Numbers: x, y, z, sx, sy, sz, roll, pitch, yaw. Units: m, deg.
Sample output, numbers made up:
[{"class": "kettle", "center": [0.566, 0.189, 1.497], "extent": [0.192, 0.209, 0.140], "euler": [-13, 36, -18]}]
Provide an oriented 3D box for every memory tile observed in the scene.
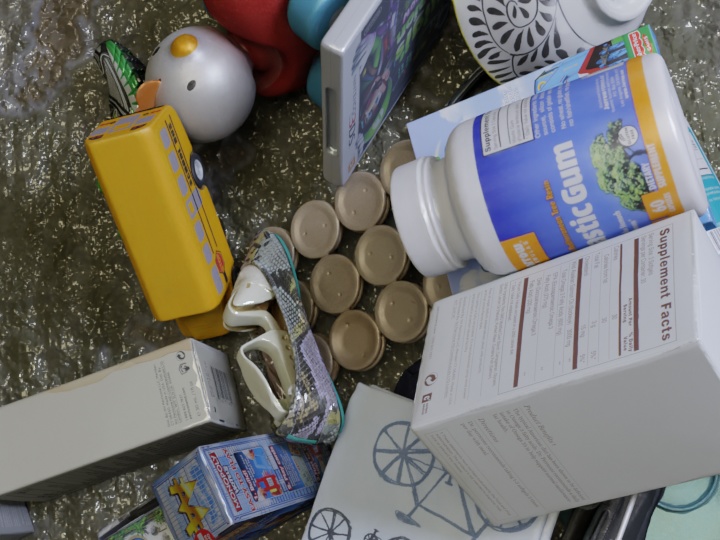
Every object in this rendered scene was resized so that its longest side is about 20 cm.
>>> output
[{"class": "memory tile", "center": [0.000, 0.000, 0.915], "extent": [0.198, 0.017, 0.155], "euler": [-29, 73, 24]}]

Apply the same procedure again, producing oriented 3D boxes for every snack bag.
[{"class": "snack bag", "center": [0.044, 0.204, 0.814], "extent": [0.186, 0.021, 0.203], "euler": [16, 78, 26]}]

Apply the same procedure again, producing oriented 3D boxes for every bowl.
[{"class": "bowl", "center": [0.172, -0.239, 0.856], "extent": [0.094, 0.199, 0.204], "euler": [12, 79, 52]}]

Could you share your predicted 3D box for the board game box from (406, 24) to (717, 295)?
[{"class": "board game box", "center": [0.145, -0.073, 0.820], "extent": [0.197, 0.036, 0.154], "euler": [-20, 77, 22]}]

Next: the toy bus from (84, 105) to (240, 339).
[{"class": "toy bus", "center": [-0.154, -0.031, 0.902], "extent": [0.064, 0.079, 0.203], "euler": [-11, 115, 13]}]

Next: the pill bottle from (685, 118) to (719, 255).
[{"class": "pill bottle", "center": [0.229, -0.051, 0.862], "extent": [0.109, 0.111, 0.203], "euler": [-25, 74, 6]}]

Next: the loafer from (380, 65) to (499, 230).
[{"class": "loafer", "center": [0.078, -0.100, 0.922], "extent": [0.068, 0.070, 0.202], "euler": [34, 87, 16]}]

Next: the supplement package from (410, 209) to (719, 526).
[{"class": "supplement package", "center": [0.149, 0.069, 0.715], "extent": [0.198, 0.117, 0.118], "euler": [-21, 35, 30]}]

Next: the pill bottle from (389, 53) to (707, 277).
[{"class": "pill bottle", "center": [0.125, -0.062, 0.747], "extent": [0.197, 0.112, 0.114], "euler": [-18, 75, 21]}]

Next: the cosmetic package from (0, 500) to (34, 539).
[{"class": "cosmetic package", "center": [-0.355, 0.183, 0.887], "extent": [0.089, 0.200, 0.108], "euler": [-25, 74, 5]}]

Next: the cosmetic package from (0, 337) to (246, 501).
[{"class": "cosmetic package", "center": [-0.207, 0.129, 0.919], "extent": [0.197, 0.104, 0.074], "euler": [-19, 75, 6]}]

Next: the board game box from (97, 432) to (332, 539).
[{"class": "board game box", "center": [-0.124, 0.188, 0.839], "extent": [0.198, 0.200, 0.062], "euler": [-30, 75, 3]}]

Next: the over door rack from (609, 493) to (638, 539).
[{"class": "over door rack", "center": [0.240, 0.169, 0.751], "extent": [0.066, 0.148, 0.201], "euler": [5, 53, 55]}]

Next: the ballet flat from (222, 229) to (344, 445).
[{"class": "ballet flat", "center": [-0.073, 0.049, 0.878], "extent": [0.071, 0.072, 0.203], "euler": [-26, 60, 5]}]

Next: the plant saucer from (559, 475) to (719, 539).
[{"class": "plant saucer", "center": [0.248, 0.156, 0.860], "extent": [0.196, 0.027, 0.204], "euler": [-2, 79, 10]}]

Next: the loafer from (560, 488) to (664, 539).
[{"class": "loafer", "center": [0.181, 0.168, 0.812], "extent": [0.069, 0.068, 0.204], "euler": [17, 86, -2]}]

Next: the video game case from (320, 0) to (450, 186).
[{"class": "video game case", "center": [0.026, -0.191, 0.867], "extent": [0.023, 0.183, 0.202], "euler": [26, 67, 11]}]

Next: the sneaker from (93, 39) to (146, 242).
[{"class": "sneaker", "center": [-0.208, -0.113, 0.980], "extent": [0.084, 0.078, 0.203], "euler": [-20, 76, 7]}]

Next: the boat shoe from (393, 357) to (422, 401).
[{"class": "boat shoe", "center": [0.043, 0.149, 0.889], "extent": [0.200, 0.075, 0.093], "euler": [-45, 55, 2]}]

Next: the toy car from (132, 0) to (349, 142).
[{"class": "toy car", "center": [-0.119, -0.182, 0.907], "extent": [0.200, 0.178, 0.184], "euler": [-42, 64, -14]}]
